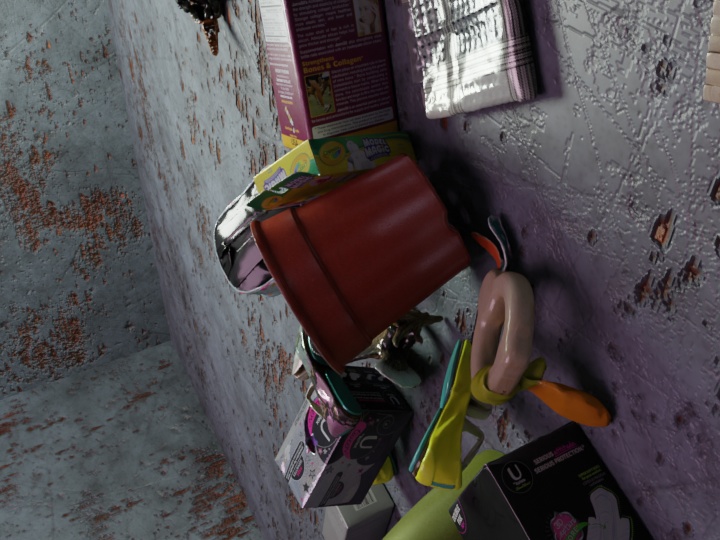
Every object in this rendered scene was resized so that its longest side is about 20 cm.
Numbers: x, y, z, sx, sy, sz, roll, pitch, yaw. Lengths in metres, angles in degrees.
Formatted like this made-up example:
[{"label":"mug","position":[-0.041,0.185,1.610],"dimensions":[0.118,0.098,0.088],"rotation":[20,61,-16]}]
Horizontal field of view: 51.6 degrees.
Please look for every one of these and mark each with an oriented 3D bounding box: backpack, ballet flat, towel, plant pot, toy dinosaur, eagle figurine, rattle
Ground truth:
[{"label":"backpack","position":[-0.139,-0.056,1.223],"dimensions":[0.199,0.150,0.179],"rotation":[-36,68,20]},{"label":"ballet flat","position":[-0.061,0.159,1.111],"dimensions":[0.071,0.069,0.202],"rotation":[-44,51,21]},{"label":"ballet flat","position":[0.116,0.168,0.864],"dimensions":[0.066,0.201,0.067],"rotation":[20,135,9]},{"label":"towel","position":[0.093,-0.255,0.742],"dimensions":[0.199,0.034,0.196],"rotation":[15,120,65]},{"label":"plant pot","position":[0.116,0.351,0.925],"dimensions":[0.187,0.197,0.190],"rotation":[49,149,44]},{"label":"plant pot","position":[0.008,-0.020,0.852],"dimensions":[0.203,0.193,0.201],"rotation":[59,-179,-1]},{"label":"toy dinosaur","position":[-0.296,-0.513,1.416],"dimensions":[0.201,0.102,0.136],"rotation":[53,178,9]},{"label":"eagle figurine","position":[0.032,0.102,1.044],"dimensions":[0.153,0.150,0.200],"rotation":[56,144,11]},{"label":"ballet flat","position":[0.004,0.279,1.306],"dimensions":[0.067,0.066,0.203],"rotation":[-23,85,68]},{"label":"rattle","position":[0.183,0.045,0.769],"dimensions":[0.202,0.140,0.132],"rotation":[-80,-10,-46]}]

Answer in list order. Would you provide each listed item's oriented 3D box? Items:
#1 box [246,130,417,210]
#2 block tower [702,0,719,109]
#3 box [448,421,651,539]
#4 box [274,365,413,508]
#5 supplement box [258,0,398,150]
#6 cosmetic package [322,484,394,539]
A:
[{"label":"box","position":[-0.038,-0.120,0.896],"dimensions":[0.116,0.198,0.049],"rotation":[-24,86,44]},{"label":"block tower","position":[0.241,-0.188,0.419],"dimensions":[0.058,0.053,0.203],"rotation":[34,137,55]},{"label":"box","position":[0.204,0.292,0.772],"dimensions":[0.202,0.122,0.149],"rotation":[61,154,27]},{"label":"box","position":[-0.029,0.267,1.193],"dimensions":[0.115,0.131,0.202],"rotation":[46,116,44]},{"label":"supplement box","position":[-0.041,-0.259,0.925],"dimensions":[0.103,0.129,0.204],"rotation":[30,133,58]},{"label":"cosmetic package","position":[-0.008,0.483,1.439],"dimensions":[0.091,0.105,0.202],"rotation":[57,151,31]}]
